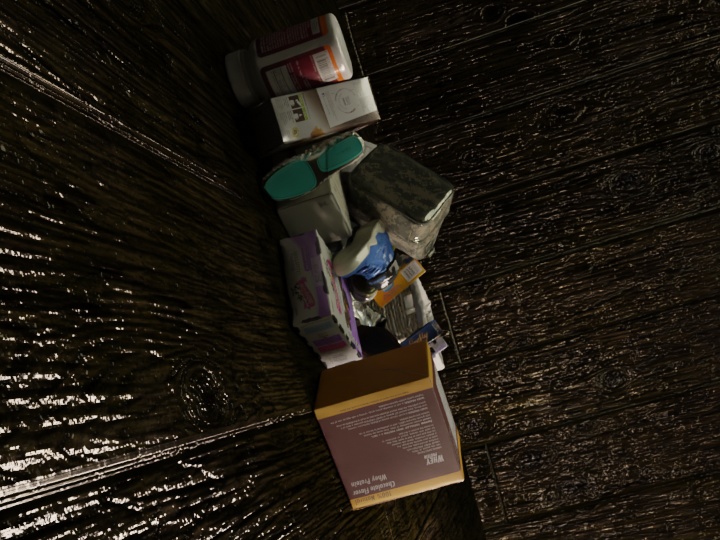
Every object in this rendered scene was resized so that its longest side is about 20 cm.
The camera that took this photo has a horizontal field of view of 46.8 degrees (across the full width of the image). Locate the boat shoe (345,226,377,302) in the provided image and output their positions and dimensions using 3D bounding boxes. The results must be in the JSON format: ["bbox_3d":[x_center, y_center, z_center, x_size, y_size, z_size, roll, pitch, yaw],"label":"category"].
[{"bbox_3d":[0.000,0.000,1.630,0.201,0.074,0.069,-88,-157,-52],"label":"boat shoe"}]

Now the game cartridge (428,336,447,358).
[{"bbox_3d":[0.095,0.205,1.740,0.039,0.199,0.130,55,1,10],"label":"game cartridge"}]

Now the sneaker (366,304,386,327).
[{"bbox_3d":[0.013,0.104,1.809,0.076,0.087,0.201,54,20,-60],"label":"sneaker"}]

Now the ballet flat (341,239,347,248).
[{"bbox_3d":[-0.035,-0.038,1.795,0.200,0.069,0.070,83,-6,-71],"label":"ballet flat"}]

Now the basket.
[{"bbox_3d":[0.099,0.139,2.042,0.200,0.160,0.199,60,16,-53],"label":"basket"}]

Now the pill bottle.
[{"bbox_3d":[-0.122,-0.354,1.424,0.114,0.198,0.115,-16,90,-81],"label":"pill bottle"}]

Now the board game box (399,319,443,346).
[{"bbox_3d":[0.076,0.173,1.706,0.035,0.199,0.135,55,7,6],"label":"board game box"}]

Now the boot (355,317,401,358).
[{"bbox_3d":[0.017,0.157,1.556,0.199,0.074,0.098,28,-41,47],"label":"boot"}]

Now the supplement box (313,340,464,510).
[{"bbox_3d":[0.050,0.257,1.389,0.133,0.196,0.201,-82,154,-69],"label":"supplement box"}]

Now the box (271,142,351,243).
[{"bbox_3d":[-0.094,-0.159,1.546,0.128,0.108,0.201,64,13,-50],"label":"box"}]

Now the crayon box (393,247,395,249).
[{"bbox_3d":[0.063,-0.079,1.819,0.051,0.201,0.126,32,-4,-3],"label":"crayon box"}]

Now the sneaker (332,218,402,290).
[{"bbox_3d":[0.019,-0.008,1.500,0.112,0.076,0.200,61,23,-14],"label":"sneaker"}]

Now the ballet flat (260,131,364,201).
[{"bbox_3d":[-0.084,-0.179,1.441,0.072,0.199,0.072,57,-14,23],"label":"ballet flat"}]

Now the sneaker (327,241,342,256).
[{"bbox_3d":[-0.072,-0.082,1.614,0.200,0.083,0.122,-102,179,-79],"label":"sneaker"}]

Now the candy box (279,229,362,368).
[{"bbox_3d":[-0.066,0.053,1.445,0.200,0.071,0.169,60,16,-60],"label":"candy box"}]

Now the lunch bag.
[{"bbox_3d":[0.068,-0.123,1.625,0.139,0.199,0.168,-49,163,-32],"label":"lunch bag"}]

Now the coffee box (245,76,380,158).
[{"bbox_3d":[-0.081,-0.265,1.441,0.114,0.199,0.080,-10,-82,61],"label":"coffee box"}]

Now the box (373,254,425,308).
[{"bbox_3d":[0.066,0.019,1.765,0.042,0.119,0.200,51,-3,-8],"label":"box"}]

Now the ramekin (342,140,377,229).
[{"bbox_3d":[-0.019,-0.168,1.783,0.105,0.199,0.201,-76,150,-53],"label":"ramekin"}]

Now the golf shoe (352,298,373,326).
[{"bbox_3d":[-0.023,0.078,1.684,0.097,0.078,0.202,-45,117,-73],"label":"golf shoe"}]
